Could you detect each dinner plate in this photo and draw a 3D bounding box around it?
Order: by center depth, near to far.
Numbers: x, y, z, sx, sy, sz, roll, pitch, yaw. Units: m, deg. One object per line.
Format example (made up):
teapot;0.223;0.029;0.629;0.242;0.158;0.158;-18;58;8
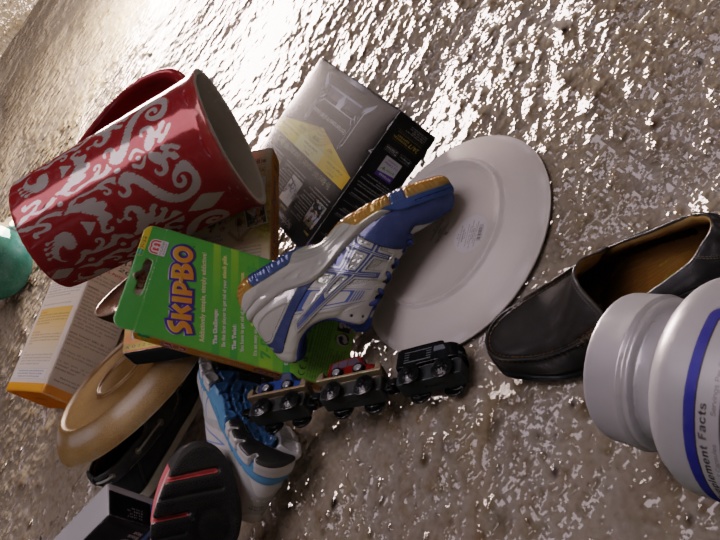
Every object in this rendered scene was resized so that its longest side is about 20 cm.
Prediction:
dinner plate;0.069;-0.028;0.728;0.199;0.024;0.202;-30;45;35

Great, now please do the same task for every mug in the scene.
mug;-0.204;-0.085;0.822;0.198;0.134;0.178;-27;27;6

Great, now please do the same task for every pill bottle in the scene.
pill bottle;0.208;0.062;0.413;0.199;0.112;0.113;8;70;54

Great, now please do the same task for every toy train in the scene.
toy train;-0.007;0.089;0.691;0.198;0.034;0.046;-16;39;25

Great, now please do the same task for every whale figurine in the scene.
whale figurine;-0.608;-0.012;1.511;0.161;0.103;0.200;-62;11;-4

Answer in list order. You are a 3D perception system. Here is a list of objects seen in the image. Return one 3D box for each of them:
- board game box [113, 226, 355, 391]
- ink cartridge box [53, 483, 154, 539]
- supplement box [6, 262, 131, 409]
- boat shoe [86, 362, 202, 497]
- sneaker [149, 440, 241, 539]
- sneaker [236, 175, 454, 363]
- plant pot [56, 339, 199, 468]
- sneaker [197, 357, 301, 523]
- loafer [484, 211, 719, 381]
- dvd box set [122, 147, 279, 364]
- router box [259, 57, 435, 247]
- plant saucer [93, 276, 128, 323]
board game box;-0.101;0.033;0.756;0.030;0.197;0.097;125;161;-65
ink cartridge box;-0.252;0.284;0.827;0.200;0.099;0.039;-45;38;20
supplement box;-0.366;0.074;1.145;0.125;0.073;0.202;-6;60;49
boat shoe;-0.208;0.137;0.912;0.072;0.067;0.202;13;73;57
sneaker;-0.144;0.239;0.715;0.087;0.073;0.203;-8;81;63
sneaker;0.000;0.000;0.724;0.199;0.089;0.075;-32;-1;8
plant pot;-0.231;0.107;0.882;0.199;0.028;0.201;-35;21;15
sneaker;-0.114;0.144;0.790;0.200;0.074;0.088;-123;49;-60
loafer;0.152;0.013;0.552;0.199;0.072;0.074;-29;45;36
dvd box set;-0.147;-0.017;0.843;0.144;0.029;0.202;-11;59;11
router box;-0.031;-0.111;0.886;0.158;0.052;0.200;-54;35;8
plant saucer;-0.193;0.004;0.958;0.199;0.037;0.201;-29;17;9
